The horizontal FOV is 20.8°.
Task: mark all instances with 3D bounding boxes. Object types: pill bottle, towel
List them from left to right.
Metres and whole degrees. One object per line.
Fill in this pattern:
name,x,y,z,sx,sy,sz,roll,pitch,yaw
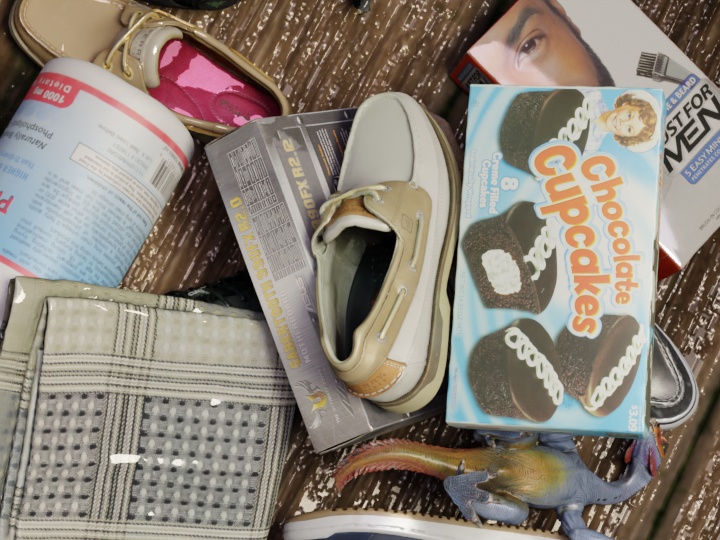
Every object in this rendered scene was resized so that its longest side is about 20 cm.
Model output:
pill bottle,-0.194,-0.021,1.206,0.108,0.109,0.201,30,76,-4
towel,-0.136,0.109,1.177,0.199,0.035,0.194,9,101,-25

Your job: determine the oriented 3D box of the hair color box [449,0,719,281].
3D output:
hair color box,0.170,-0.104,1.307,0.200,0.064,0.111,44,77,1

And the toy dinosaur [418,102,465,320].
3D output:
toy dinosaur,0.082,-0.021,1.212,0.200,0.086,0.136,43,92,12

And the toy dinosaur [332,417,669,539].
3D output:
toy dinosaur,0.116,0.116,1.235,0.199,0.181,0.106,10,85,27

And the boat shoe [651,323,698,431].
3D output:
boat shoe,0.146,0.027,1.278,0.072,0.068,0.200,-44,90,-14

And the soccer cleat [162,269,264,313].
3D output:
soccer cleat,-0.100,0.038,1.226,0.200,0.067,0.081,-40,120,-13

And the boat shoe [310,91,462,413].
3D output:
boat shoe,0.012,-0.022,1.144,0.068,0.074,0.201,29,49,-46

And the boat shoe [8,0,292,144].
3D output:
boat shoe,-0.130,-0.136,1.256,0.199,0.069,0.074,24,77,-5

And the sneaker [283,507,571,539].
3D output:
sneaker,0.046,0.211,1.228,0.198,0.070,0.109,9,77,-11

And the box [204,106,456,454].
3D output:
box,0.000,0.000,1.221,0.158,0.048,0.201,-14,81,-54

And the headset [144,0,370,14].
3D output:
headset,-0.083,-0.221,1.291,0.199,0.094,0.124,18,82,9

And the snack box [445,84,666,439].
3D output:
snack box,0.115,-0.006,1.141,0.115,0.037,0.202,2,80,13
